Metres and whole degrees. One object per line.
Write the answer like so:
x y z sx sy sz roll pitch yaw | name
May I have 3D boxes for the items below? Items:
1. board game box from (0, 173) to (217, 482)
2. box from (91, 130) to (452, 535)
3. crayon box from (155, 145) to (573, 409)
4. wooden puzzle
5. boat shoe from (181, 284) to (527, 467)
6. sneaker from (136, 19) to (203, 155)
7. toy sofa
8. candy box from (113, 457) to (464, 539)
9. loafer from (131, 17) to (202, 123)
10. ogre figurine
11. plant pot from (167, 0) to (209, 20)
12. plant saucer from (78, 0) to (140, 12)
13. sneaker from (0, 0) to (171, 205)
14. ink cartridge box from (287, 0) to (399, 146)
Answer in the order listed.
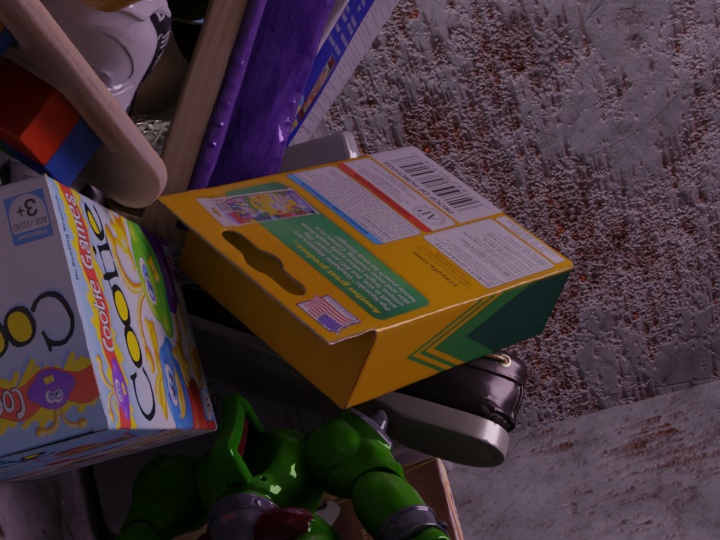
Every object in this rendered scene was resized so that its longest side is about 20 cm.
-0.143 0.034 0.689 0.200 0.105 0.103 45 29 -82 | board game box
-0.064 0.051 0.976 0.171 0.200 0.199 64 10 -75 | box
0.000 0.000 0.798 0.126 0.200 0.052 39 -57 28 | crayon box
-0.179 -0.103 0.615 0.185 0.046 0.200 32 -15 20 | wooden puzzle
-0.010 0.045 0.848 0.072 0.201 0.061 104 6 -67 | boat shoe
-0.131 -0.130 1.102 0.111 0.077 0.200 61 22 -57 | sneaker
-0.066 -0.104 0.847 0.083 0.097 0.200 -153 -99 -73 | toy sofa
-0.036 0.188 0.882 0.055 0.200 0.116 61 14 -72 | candy box
-0.140 -0.125 0.957 0.200 0.067 0.076 -21 84 -50 | loafer
-0.048 0.131 0.786 0.098 0.200 0.120 41 32 -34 | ogre figurine
-0.126 -0.263 0.969 0.199 0.200 0.178 3 79 -42 | plant pot
-0.145 -0.173 0.692 0.200 0.200 0.049 -60 175 -70 | plant saucer
-0.148 -0.072 0.787 0.200 0.075 0.115 135 -32 -68 | sneaker
-0.020 -0.159 1.013 0.047 0.200 0.198 31 1 4 | ink cartridge box
